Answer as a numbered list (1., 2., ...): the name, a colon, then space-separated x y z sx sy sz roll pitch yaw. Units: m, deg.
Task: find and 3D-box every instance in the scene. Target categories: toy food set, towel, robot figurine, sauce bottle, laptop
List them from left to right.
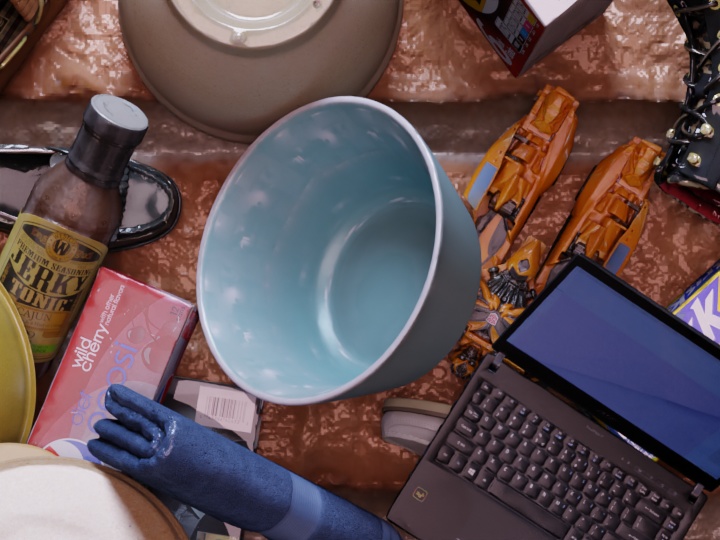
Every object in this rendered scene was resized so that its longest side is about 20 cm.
1. toy food set: -0.193 0.200 1.125 0.199 0.049 0.199 21 54 5
2. sauce bottle: -0.196 -0.022 1.222 0.064 0.065 0.201 28 115 2
3. towel: -0.071 0.139 1.186 0.199 0.111 0.049 31 82 -31
4. robot figurine: 0.115 -0.016 1.269 0.144 0.058 0.201 30 85 3
5. laptop: 0.145 0.121 1.170 0.177 0.103 0.201 33 86 -4

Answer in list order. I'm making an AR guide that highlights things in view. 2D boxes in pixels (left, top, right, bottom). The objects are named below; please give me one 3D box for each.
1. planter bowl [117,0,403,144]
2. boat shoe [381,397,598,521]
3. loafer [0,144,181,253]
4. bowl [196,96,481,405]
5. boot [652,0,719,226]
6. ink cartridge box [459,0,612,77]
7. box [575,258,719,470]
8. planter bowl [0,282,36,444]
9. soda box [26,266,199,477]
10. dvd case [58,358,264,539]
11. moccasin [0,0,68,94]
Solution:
1. planter bowl: -0.069 -0.193 1.243 0.198 0.135 0.202 0 85 0
2. boat shoe: 0.102 0.142 1.249 0.199 0.075 0.069 20 80 0
3. loafer: -0.221 -0.052 1.266 0.198 0.063 0.073 7 86 0
4. bowl: 0.000 0.000 1.220 0.200 0.105 0.203 -15 65 34
5. boot: 0.226 -0.134 1.225 0.203 0.073 0.155 34 73 -33
6. ink cartridge box: 0.090 -0.232 1.214 0.084 0.200 0.176 -36 87 -2
7. box: 0.237 0.044 1.264 0.200 0.064 0.070 -41 87 -3
8. planter bowl: -0.315 0.074 1.209 0.199 0.083 0.202 3 101 19
9. soda box: -0.175 0.103 1.234 0.070 0.063 0.201 22 84 3
10. dvd case: -0.149 0.169 1.272 0.145 0.022 0.202 8 87 0
11. moccasin: -0.243 -0.190 1.268 0.073 0.078 0.202 35 86 2
